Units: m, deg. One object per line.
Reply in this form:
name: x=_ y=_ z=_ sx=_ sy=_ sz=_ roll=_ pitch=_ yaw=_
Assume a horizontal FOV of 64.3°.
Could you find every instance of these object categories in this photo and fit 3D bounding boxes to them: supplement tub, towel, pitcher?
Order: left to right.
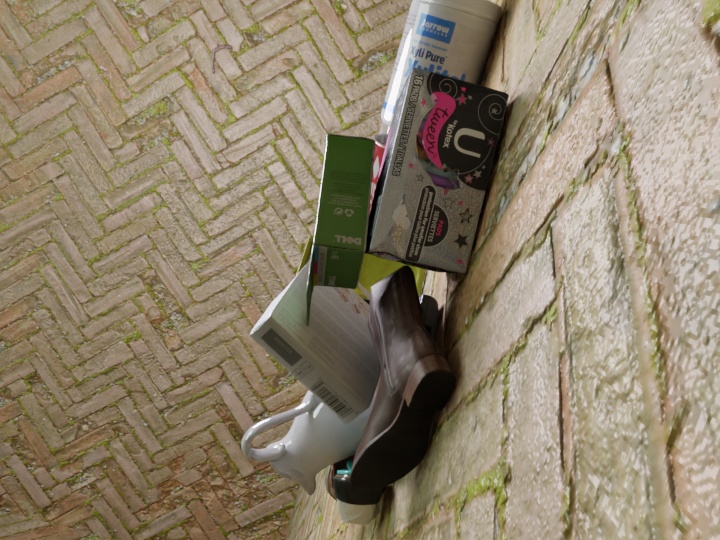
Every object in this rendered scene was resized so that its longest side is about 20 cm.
pitcher: x=-0.061 y=0.222 z=0.843 sx=0.200 sy=0.171 sz=0.121 roll=-47 pitch=43 yaw=8
towel: x=0.000 y=0.000 z=0.890 sx=0.018 sy=0.198 sz=0.087 roll=58 pitch=-137 yaw=-68
supplement tub: x=0.116 y=-0.303 z=0.852 sx=0.132 sy=0.131 sz=0.201 roll=-82 pitch=7 yaw=-67

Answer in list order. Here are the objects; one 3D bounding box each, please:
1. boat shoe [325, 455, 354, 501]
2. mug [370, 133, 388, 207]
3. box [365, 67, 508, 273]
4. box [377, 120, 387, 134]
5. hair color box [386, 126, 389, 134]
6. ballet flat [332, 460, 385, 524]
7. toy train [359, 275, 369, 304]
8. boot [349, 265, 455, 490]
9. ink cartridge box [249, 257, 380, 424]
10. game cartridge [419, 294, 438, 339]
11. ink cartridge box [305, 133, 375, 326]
boat shoe: x=-0.012 y=0.281 z=0.943 sx=0.072 sy=0.075 sz=0.202 roll=147 pitch=129 yaw=-80
mug: x=0.053 y=-0.117 z=0.955 sx=0.177 sy=0.133 sz=0.202 roll=39 pitch=126 yaw=45
box: x=0.081 y=-0.105 z=0.665 sx=0.132 sy=0.114 sz=0.202 roll=-170 pitch=93 yaw=-86
box: x=0.093 y=-0.375 z=1.860 sx=0.201 sy=0.108 sz=0.129 roll=110 pitch=174 yaw=-55
hair color box: x=0.081 y=-0.171 z=1.053 sx=0.065 sy=0.108 sz=0.202 roll=-82 pitch=8 yaw=-78
ballet flat: x=0.001 y=0.290 z=0.746 sx=0.200 sy=0.067 sz=0.069 roll=77 pitch=-163 yaw=-75
toy train: x=0.021 y=0.059 z=0.901 sx=0.201 sy=0.045 sz=0.034 roll=70 pitch=155 yaw=21
boot: x=0.028 y=0.111 z=0.642 sx=0.187 sy=0.064 sz=0.200 roll=-59 pitch=25 yaw=22
ink cartridge box: x=-0.037 y=0.073 z=0.738 sx=0.047 sy=0.160 sz=0.200 roll=-41 pitch=11 yaw=27
game cartridge: x=0.052 y=0.142 z=0.724 sx=0.133 sy=0.041 sz=0.202 roll=123 pitch=162 yaw=-70
ink cartridge box: x=-0.023 y=-0.044 z=0.664 sx=0.104 sy=0.059 sz=0.202 roll=104 pitch=172 yaw=-64
